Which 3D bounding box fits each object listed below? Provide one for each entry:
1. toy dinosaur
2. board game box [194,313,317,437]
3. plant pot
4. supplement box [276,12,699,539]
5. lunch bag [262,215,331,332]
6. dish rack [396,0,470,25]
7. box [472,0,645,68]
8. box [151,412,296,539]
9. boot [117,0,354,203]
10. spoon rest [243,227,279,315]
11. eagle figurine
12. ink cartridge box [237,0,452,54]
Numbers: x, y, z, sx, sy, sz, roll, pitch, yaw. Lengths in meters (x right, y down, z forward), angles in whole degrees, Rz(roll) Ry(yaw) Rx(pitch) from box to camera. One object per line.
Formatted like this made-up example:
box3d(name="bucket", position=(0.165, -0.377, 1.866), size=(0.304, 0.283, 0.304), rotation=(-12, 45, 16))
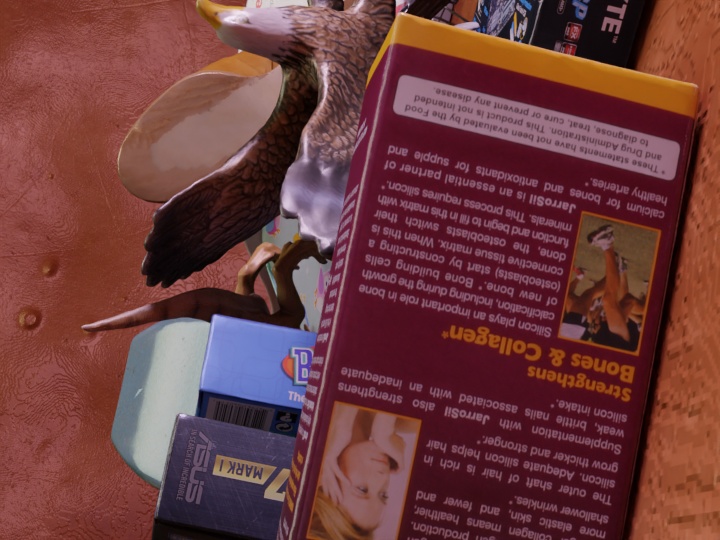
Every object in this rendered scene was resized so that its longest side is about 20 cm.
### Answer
box3d(name="toy dinosaur", position=(-0.056, 0.030, 0.643), size=(0.200, 0.060, 0.107), rotation=(58, -132, -58))
box3d(name="board game box", position=(-0.017, 0.104, 0.645), size=(0.201, 0.150, 0.045), rotation=(110, 168, -54))
box3d(name="plant pot", position=(-0.144, 0.146, 1.287), size=(0.195, 0.198, 0.199), rotation=(24, -104, -61))
box3d(name="supplement box", position=(0.039, 0.027, 0.435), size=(0.086, 0.109, 0.203), rotation=(144, 138, -83))
box3d(name="lunch bag", position=(0.007, -0.002, 0.720), size=(0.162, 0.076, 0.201), rotation=(112, 149, -41))
box3d(name="dish rack", position=(0.040, -0.135, 0.915), size=(0.154, 0.054, 0.201), rotation=(-52, -11, -49))
box3d(name="box", position=(0.087, -0.117, 0.598), size=(0.200, 0.045, 0.161), rotation=(-92, 14, -70))
box3d(name="box", position=(-0.020, 0.134, 0.580), size=(0.200, 0.155, 0.052), rotation=(115, 166, -64))
box3d(name="boot", position=(-0.071, -0.107, 0.815), size=(0.200, 0.071, 0.144), rotation=(-36, 5, -8))
box3d(name="spoon rest", position=(-0.051, 0.001, 0.874), size=(0.100, 0.060, 0.201), rotation=(-99, -18, -50))
box3d(name="eagle figurine", position=(-0.017, -0.081, 0.580), size=(0.152, 0.149, 0.203), rotation=(100, 177, -73))
box3d(name="ink cartridge box", position=(-0.016, -0.249, 1.187), size=(0.083, 0.198, 0.147), rotation=(9, -87, -53))
